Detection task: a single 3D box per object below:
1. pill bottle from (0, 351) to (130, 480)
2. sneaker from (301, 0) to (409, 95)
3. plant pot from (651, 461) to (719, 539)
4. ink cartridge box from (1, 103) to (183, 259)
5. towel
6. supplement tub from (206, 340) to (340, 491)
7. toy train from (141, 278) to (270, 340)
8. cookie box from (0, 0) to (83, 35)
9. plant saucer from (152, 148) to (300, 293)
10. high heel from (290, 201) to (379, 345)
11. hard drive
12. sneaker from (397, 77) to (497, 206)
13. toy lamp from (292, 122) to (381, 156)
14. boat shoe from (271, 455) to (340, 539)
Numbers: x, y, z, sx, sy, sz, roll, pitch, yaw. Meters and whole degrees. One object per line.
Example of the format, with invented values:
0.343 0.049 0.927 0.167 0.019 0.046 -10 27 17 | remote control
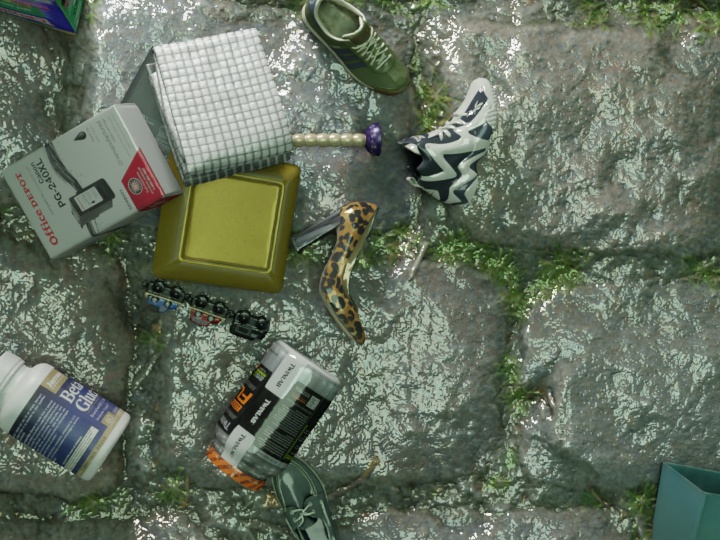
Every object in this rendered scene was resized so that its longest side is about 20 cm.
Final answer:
-0.440 0.202 1.348 0.200 0.111 0.111 34 86 -9 | pill bottle
-0.004 -0.340 1.419 0.200 0.090 0.067 40 84 -8 | sneaker
0.548 0.431 1.504 0.141 0.141 0.200 12 96 -9 | plant pot
-0.377 -0.124 1.334 0.200 0.083 0.145 -27 96 13 | ink cartridge box
-0.202 -0.231 1.345 0.165 0.086 0.200 -16 77 -16 | towel
-0.130 0.215 1.393 0.122 0.123 0.200 36 85 -8 | supplement tub
-0.234 0.061 1.420 0.200 0.034 0.046 21 100 -10 | toy train
-0.475 -0.398 1.287 0.171 0.200 0.075 15 90 -8 | cookie box
-0.192 -0.073 1.396 0.200 0.048 0.200 8 93 -19 | plant saucer
0.000 0.000 1.433 0.142 0.071 0.200 -28 86 -1 | high heel
-0.293 -0.212 1.404 0.139 0.033 0.200 28 87 -9 | hard drive
0.126 -0.208 1.447 0.129 0.079 0.199 13 99 -18 | sneaker
-0.070 -0.196 1.428 0.200 0.058 0.058 -3 92 -8 | toy lamp
-0.076 0.372 1.434 0.073 0.062 0.200 -23 95 -8 | boat shoe
